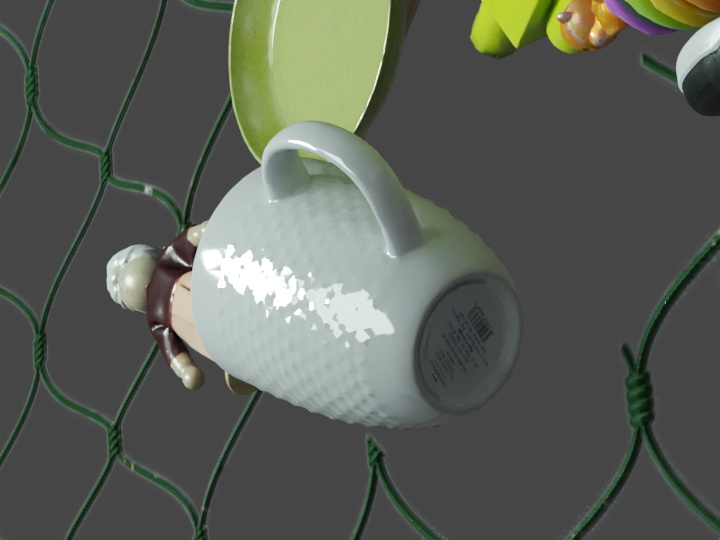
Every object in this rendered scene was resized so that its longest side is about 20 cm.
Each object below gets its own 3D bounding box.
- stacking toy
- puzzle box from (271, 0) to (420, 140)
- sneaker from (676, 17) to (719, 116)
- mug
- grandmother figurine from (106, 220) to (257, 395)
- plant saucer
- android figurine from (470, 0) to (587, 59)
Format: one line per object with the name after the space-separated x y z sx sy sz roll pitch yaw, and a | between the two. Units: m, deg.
0.166 -0.163 1.246 0.200 0.116 0.110 -33 60 58 | stacking toy
-0.015 -0.171 1.595 0.133 0.025 0.201 52 128 48 | puzzle box
0.229 -0.077 1.156 0.200 0.073 0.112 -20 67 53 | sneaker
0.000 0.000 1.407 0.175 0.147 0.201 21 138 47 | mug
-0.124 0.022 1.706 0.200 0.060 0.122 21 94 54 | grandmother figurine
-0.024 -0.159 1.556 0.200 0.031 0.201 -15 72 55 | plant saucer
0.087 -0.215 1.365 0.182 0.041 0.200 56 152 21 | android figurine
